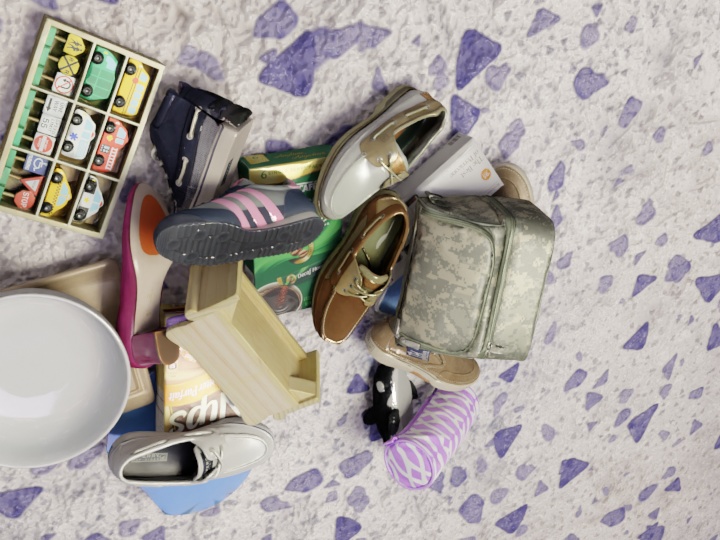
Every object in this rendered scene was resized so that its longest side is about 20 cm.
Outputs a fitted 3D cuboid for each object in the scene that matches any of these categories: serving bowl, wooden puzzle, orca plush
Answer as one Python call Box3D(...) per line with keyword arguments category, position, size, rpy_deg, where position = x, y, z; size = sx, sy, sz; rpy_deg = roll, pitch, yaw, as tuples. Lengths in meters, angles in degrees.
Box3D(category="serving bowl", position=(-0.347, 0.106, 0.865), size=(0.197, 0.066, 0.203), rpy_deg=(-7, 113, -17))
Box3D(category="wooden puzzle", position=(-0.345, 0.096, 0.928), size=(0.183, 0.037, 0.202), rpy_deg=(-18, 118, -20))
Box3D(category="orca plush", position=(0.042, 0.218, 1.206), size=(0.106, 0.070, 0.201), rpy_deg=(-67, 147, -42))

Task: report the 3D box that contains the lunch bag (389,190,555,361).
Box3D(category="lunch bag", position=(0.131, 0.008, 1.012), size=(0.165, 0.140, 0.203), rpy_deg=(7, 111, -9))

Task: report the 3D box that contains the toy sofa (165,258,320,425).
Box3D(category="toy sofa", position=(-0.131, 0.081, 0.932), size=(0.097, 0.083, 0.201), rpy_deg=(-23, 128, 14))

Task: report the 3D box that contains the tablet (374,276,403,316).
Box3D(category="tablet", position=(0.122, 0.021, 1.160), size=(0.198, 0.014, 0.131), rpy_deg=(16, 106, -33))

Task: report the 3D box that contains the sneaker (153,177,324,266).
Box3D(category="sneaker", position=(-0.137, -0.058, 0.870), size=(0.198, 0.083, 0.070), rpy_deg=(-6, 145, -41))

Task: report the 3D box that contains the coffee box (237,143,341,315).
Box3D(category="coffee box", position=(-0.083, -0.046, 0.995), size=(0.121, 0.044, 0.202), rpy_deg=(-11, 119, -23))

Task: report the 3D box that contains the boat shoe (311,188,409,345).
Box3D(category="boat shoe", position=(0.000, 0.000, 0.986), size=(0.075, 0.074, 0.202), rpy_deg=(16, 106, -24))

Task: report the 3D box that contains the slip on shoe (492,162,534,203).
Box3D(category="slip on shoe", position=(0.186, -0.043, 1.109), size=(0.060, 0.075, 0.203), rpy_deg=(-24, 127, -54))

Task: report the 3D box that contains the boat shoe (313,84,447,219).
Box3D(category="boat shoe", position=(0.024, -0.136, 0.956), size=(0.201, 0.068, 0.075), rpy_deg=(-53, 143, -15))

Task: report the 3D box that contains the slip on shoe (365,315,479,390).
Box3D(category="slip on shoe", position=(0.100, 0.111, 1.147), size=(0.198, 0.077, 0.061), rpy_deg=(24, 126, -28))

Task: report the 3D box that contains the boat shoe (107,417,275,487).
Box3D(category="boat shoe", position=(-0.188, 0.220, 0.948), size=(0.198, 0.065, 0.075), rpy_deg=(-5, 103, -25))

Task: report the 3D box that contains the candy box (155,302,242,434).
Box3D(category="candy box", position=(-0.190, 0.141, 1.000), size=(0.114, 0.055, 0.203), rpy_deg=(-2, 100, -26))

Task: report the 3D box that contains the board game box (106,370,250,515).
Box3D(category="board game box", position=(-0.228, 0.213, 1.051), size=(0.158, 0.039, 0.201), rpy_deg=(-40, 112, -12))

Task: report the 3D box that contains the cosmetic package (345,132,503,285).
Box3D(category="cosmetic package", position=(0.084, -0.080, 1.056), size=(0.200, 0.051, 0.083), rpy_deg=(-42, 117, -3))

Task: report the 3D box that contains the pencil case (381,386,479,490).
Box3D(category="pencil case", position=(0.103, 0.224, 1.154), size=(0.083, 0.200, 0.086), rpy_deg=(-27, 97, 32))

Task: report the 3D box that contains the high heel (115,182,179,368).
Box3D(category="high heel", position=(-0.252, 0.008, 0.899), size=(0.067, 0.095, 0.203), rpy_deg=(-3, 90, -52))

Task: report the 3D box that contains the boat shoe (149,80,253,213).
Box3D(category="boat shoe", position=(-0.192, -0.111, 0.898), size=(0.092, 0.075, 0.201), rpy_deg=(29, 120, 0))

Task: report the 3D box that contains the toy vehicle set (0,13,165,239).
Box3D(category="toy vehicle set", position=(-0.295, -0.142, 0.842), size=(0.123, 0.027, 0.202), rpy_deg=(15, 107, -33))
